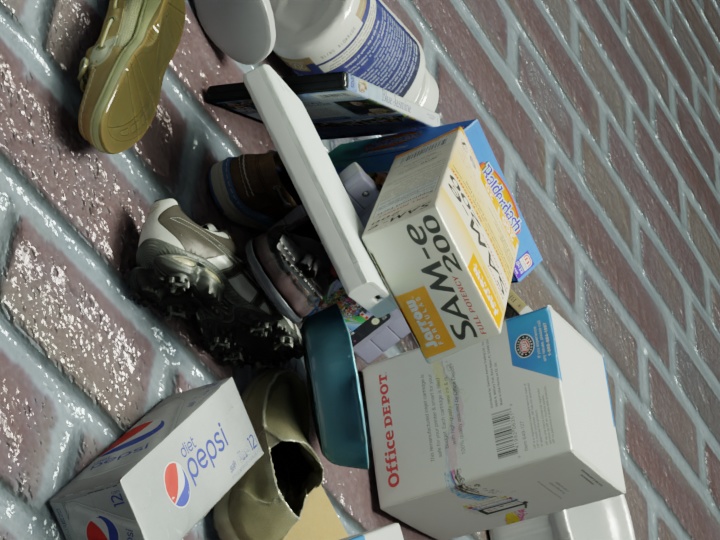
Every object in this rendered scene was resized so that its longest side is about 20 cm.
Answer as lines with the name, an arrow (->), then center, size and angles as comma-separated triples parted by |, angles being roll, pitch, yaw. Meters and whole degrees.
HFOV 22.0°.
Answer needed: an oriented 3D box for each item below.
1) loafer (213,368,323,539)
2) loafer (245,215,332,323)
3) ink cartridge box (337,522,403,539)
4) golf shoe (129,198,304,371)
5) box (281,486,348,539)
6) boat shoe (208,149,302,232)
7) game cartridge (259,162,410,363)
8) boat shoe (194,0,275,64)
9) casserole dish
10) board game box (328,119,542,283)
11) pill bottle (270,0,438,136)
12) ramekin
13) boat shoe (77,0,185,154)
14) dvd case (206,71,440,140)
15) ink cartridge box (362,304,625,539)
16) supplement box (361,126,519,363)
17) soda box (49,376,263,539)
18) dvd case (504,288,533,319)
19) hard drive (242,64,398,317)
loafer -> -0.063, 0.152, 1.499 | 0.076, 0.068, 0.201 | 56, 27, -31
loafer -> -0.052, -0.012, 1.506 | 0.072, 0.063, 0.200 | 53, 4, -10
ink cartridge box -> -0.004, 0.312, 1.439 | 0.144, 0.084, 0.202 | -2, 74, -65
golf shoe -> -0.108, 0.011, 1.499 | 0.200, 0.077, 0.095 | 43, 36, -49
box -> -0.036, 0.289, 1.519 | 0.164, 0.021, 0.200 | 64, 25, -17
boat shoe -> -0.056, -0.066, 1.667 | 0.200, 0.072, 0.073 | 7, 66, -64
game cartridge -> 0.000, 0.000, 1.677 | 0.200, 0.129, 0.038 | 43, 8, -46
boat shoe -> -0.129, -0.285, 1.679 | 0.201, 0.072, 0.066 | 58, 31, -9
casserole dish -> -0.024, 0.098, 1.556 | 0.200, 0.038, 0.122 | -115, -162, -79
board game box -> 0.063, -0.057, 1.765 | 0.045, 0.199, 0.153 | -40, 112, -36
pill bottle -> -0.004, -0.214, 1.838 | 0.200, 0.110, 0.112 | 41, 38, -48
ramekin -> 0.213, 0.277, 1.967 | 0.200, 0.097, 0.202 | 44, 36, -45
boat shoe -> -0.194, -0.168, 1.479 | 0.074, 0.062, 0.202 | 81, 17, -47
dvd case -> -0.031, -0.149, 1.698 | 0.200, 0.141, 0.018 | 13, 76, -62
ink cartridge box -> 0.125, 0.150, 1.745 | 0.145, 0.199, 0.148 | 38, 40, -54
supplement box -> 0.073, -0.026, 1.586 | 0.127, 0.073, 0.200 | 61, 19, -17
soda box -> -0.143, 0.148, 1.340 | 0.069, 0.063, 0.200 | 68, 25, -11
dvd case -> 0.107, -0.007, 1.874 | 0.200, 0.016, 0.149 | 46, -4, 8
hard drive -> -0.031, -0.063, 1.527 | 0.201, 0.026, 0.132 | 64, 6, 14
